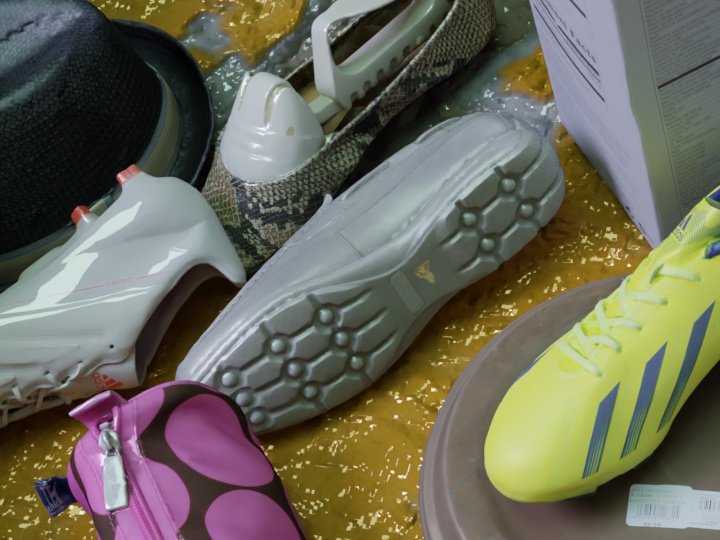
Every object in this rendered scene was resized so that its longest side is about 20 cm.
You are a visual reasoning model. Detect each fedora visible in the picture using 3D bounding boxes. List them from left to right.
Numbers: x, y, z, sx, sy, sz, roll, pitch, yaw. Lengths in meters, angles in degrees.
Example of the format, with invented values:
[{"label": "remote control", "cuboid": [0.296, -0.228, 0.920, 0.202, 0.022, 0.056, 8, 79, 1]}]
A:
[{"label": "fedora", "cuboid": [-0.176, -0.073, 0.962, 0.200, 0.092, 0.201, -9, 51, 11]}]

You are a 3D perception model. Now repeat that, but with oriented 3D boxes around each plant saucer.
[{"label": "plant saucer", "cuboid": [0.119, 0.076, 0.796, 0.200, 0.029, 0.200, -8, 52, 11]}]

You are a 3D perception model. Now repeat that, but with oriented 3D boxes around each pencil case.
[{"label": "pencil case", "cuboid": [-0.051, 0.135, 0.763, 0.091, 0.094, 0.200, -33, 51, -3]}]

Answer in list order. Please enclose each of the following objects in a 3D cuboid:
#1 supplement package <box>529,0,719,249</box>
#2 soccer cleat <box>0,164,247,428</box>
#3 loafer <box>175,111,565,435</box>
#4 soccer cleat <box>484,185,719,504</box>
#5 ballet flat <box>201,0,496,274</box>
[{"label": "supplement package", "cuboid": [0.139, -0.120, 0.829, 0.114, 0.200, 0.110, -27, 50, -4]}, {"label": "soccer cleat", "cuboid": [-0.142, 0.037, 0.887, 0.200, 0.069, 0.078, -41, 83, -5]}, {"label": "loafer", "cuboid": [0.000, 0.000, 0.873, 0.200, 0.070, 0.070, -35, 34, -9]}, {"label": "soccer cleat", "cuboid": [0.122, 0.011, 0.771, 0.200, 0.084, 0.065, -38, 52, -12]}, {"label": "ballet flat", "cuboid": [-0.015, -0.087, 0.933, 0.068, 0.075, 0.200, 34, 70, 34]}]
